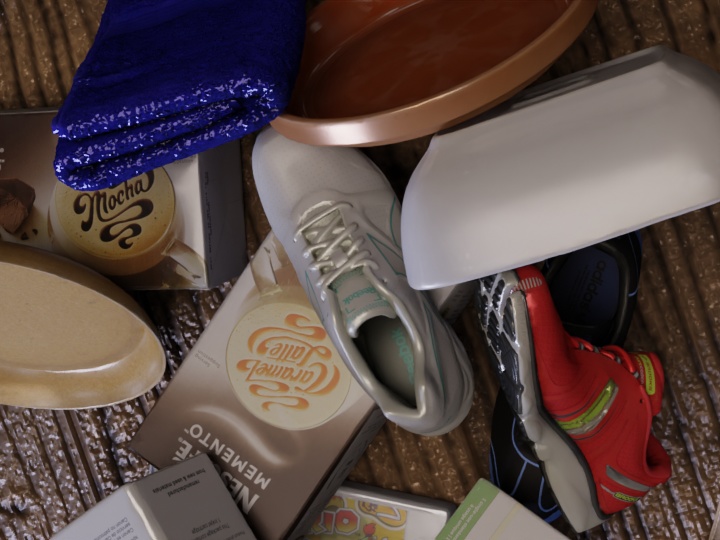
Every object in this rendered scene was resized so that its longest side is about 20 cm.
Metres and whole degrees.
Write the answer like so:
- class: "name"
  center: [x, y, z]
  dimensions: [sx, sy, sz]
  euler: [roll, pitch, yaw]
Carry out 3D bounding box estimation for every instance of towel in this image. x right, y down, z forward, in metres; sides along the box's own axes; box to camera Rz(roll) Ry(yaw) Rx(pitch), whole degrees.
- class: "towel"
  center: [-0.100, -0.133, 1.061]
  dimensions: [0.147, 0.200, 0.050]
  euler: [-20, 122, 17]

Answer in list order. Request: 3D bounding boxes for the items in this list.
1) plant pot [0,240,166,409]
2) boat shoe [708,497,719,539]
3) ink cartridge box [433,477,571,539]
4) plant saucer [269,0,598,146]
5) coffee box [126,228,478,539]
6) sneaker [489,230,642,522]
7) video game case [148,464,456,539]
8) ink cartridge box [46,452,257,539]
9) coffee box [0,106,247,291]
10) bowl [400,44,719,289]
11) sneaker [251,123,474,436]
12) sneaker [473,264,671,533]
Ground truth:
- class: "plant pot"
  center: [-0.216, 0.031, 1.133]
  dimensions: [0.200, 0.200, 0.028]
  euler: [-1, 60, 16]
- class: "boat shoe"
  center: [0.197, 0.208, 1.081]
  dimensions: [0.069, 0.074, 0.200]
  euler: [10, 100, 8]
- class: "ink cartridge box"
  center: [0.107, 0.233, 1.041]
  dimensions: [0.200, 0.048, 0.146]
  euler: [34, 81, 25]
- class: "plant saucer"
  center: [0.038, -0.127, 1.029]
  dimensions: [0.200, 0.200, 0.032]
  euler: [-15, 121, 17]
- class: "coffee box"
  center: [-0.032, 0.055, 1.110]
  dimensions: [0.114, 0.080, 0.200]
  euler: [35, 97, 10]
- class: "sneaker"
  center: [0.115, 0.061, 1.083]
  dimensions: [0.070, 0.078, 0.200]
  euler: [15, 101, 12]
- class: "video game case"
  center: [-0.049, 0.217, 1.177]
  dimensions: [0.200, 0.023, 0.182]
  euler: [10, 99, 14]
- class: "ink cartridge box"
  center: [-0.107, 0.229, 1.056]
  dimensions: [0.144, 0.084, 0.200]
  euler: [-36, 80, 29]
- class: "coffee box"
  center: [-0.179, -0.046, 1.150]
  dimensions: [0.200, 0.080, 0.113]
  euler: [-1, 98, 16]
- class: "bowl"
  center: [0.114, -0.064, 1.001]
  dimensions: [0.200, 0.200, 0.075]
  euler: [-19, 97, 13]
- class: "sneaker"
  center: [0.000, 0.000, 1.024]
  dimensions: [0.070, 0.080, 0.200]
  euler: [-32, 82, 10]
- class: "sneaker"
  center: [0.121, 0.058, 1.006]
  dimensions: [0.085, 0.077, 0.200]
  euler: [-25, 134, 3]
